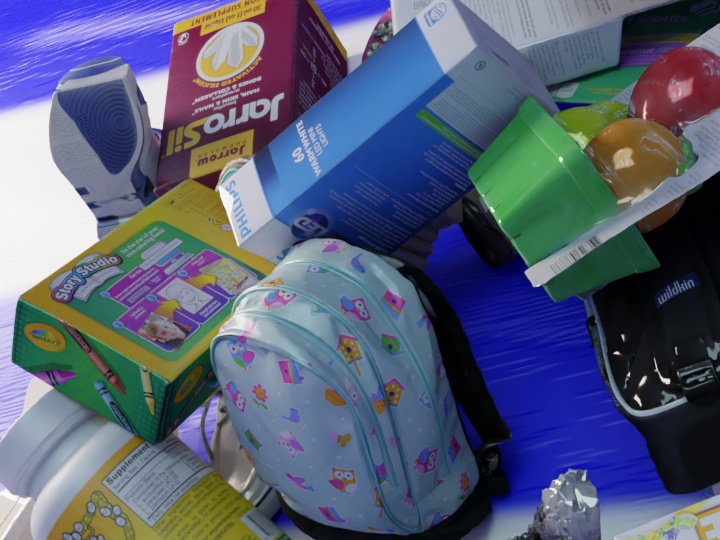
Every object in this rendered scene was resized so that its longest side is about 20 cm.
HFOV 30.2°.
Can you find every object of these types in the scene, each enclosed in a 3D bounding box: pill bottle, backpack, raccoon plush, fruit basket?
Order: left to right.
[{"bbox_3d":[-0.141,0.165,0.869,0.200,0.113,0.113,40,81,9],"label":"pill bottle"},{"bbox_3d":[-0.007,0.081,0.838,0.167,0.200,0.127,6,37,31],"label":"backpack"},{"bbox_3d":[0.063,0.177,0.746,0.134,0.200,0.097,-6,34,3],"label":"raccoon plush"},{"bbox_3d":[0.167,-0.069,0.764,0.200,0.094,0.185,-30,20,4],"label":"fruit basket"},{"bbox_3d":[0.226,0.023,0.782,0.177,0.151,0.200,-27,39,14],"label":"backpack"}]

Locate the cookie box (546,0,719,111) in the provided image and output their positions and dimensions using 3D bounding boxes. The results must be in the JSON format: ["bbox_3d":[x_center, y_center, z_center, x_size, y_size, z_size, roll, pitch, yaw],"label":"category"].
[{"bbox_3d":[0.219,-0.148,0.940,0.171,0.075,0.200,7,45,36],"label":"cookie box"}]

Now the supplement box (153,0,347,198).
[{"bbox_3d":[-0.089,-0.129,1.127,0.131,0.103,0.200,-16,50,19],"label":"supplement box"}]

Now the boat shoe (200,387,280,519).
[{"bbox_3d":[-0.083,0.084,0.972,0.074,0.086,0.202,-6,53,28],"label":"boat shoe"}]

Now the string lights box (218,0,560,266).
[{"bbox_3d":[0.017,-0.075,0.857,0.200,0.103,0.059,-38,51,20],"label":"string lights box"}]

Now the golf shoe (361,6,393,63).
[{"bbox_3d":[0.088,-0.218,1.119,0.200,0.091,0.075,-37,84,26],"label":"golf shoe"}]

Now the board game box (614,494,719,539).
[{"bbox_3d":[0.219,0.159,0.650,0.134,0.200,0.034,-25,48,14],"label":"board game box"}]

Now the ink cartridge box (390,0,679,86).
[{"bbox_3d":[0.121,-0.192,0.957,0.200,0.043,0.197,-14,35,10],"label":"ink cartridge box"}]

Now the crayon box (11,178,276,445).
[{"bbox_3d":[-0.127,0.020,0.911,0.119,0.058,0.200,27,37,15],"label":"crayon box"}]

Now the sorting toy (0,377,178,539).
[{"bbox_3d":[-0.238,0.152,1.016,0.180,0.107,0.200,14,66,46],"label":"sorting toy"}]

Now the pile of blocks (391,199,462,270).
[{"bbox_3d":[0.000,0.000,0.955,0.082,0.062,0.200,32,98,41],"label":"pile of blocks"}]

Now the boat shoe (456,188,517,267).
[{"bbox_3d":[0.083,-0.087,1.017,0.074,0.076,0.200,-32,55,-2],"label":"boat shoe"}]

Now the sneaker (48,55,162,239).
[{"bbox_3d":[-0.200,-0.099,1.125,0.080,0.200,0.115,-7,39,6],"label":"sneaker"}]

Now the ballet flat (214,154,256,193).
[{"bbox_3d":[-0.101,-0.014,1.050,0.071,0.065,0.200,49,130,13],"label":"ballet flat"}]
